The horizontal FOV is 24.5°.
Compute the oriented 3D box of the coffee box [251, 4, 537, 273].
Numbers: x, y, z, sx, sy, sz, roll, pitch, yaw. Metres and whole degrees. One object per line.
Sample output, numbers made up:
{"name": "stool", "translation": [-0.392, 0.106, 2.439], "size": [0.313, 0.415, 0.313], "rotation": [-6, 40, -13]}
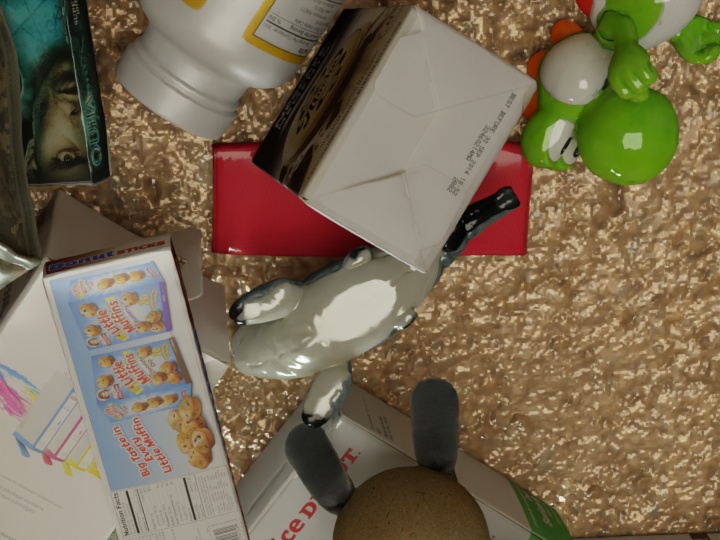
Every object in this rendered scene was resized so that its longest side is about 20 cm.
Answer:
{"name": "coffee box", "translation": [0.011, -0.078, 0.910], "size": [0.080, 0.200, 0.113], "rotation": [30, 91, -13]}

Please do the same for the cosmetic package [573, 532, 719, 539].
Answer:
{"name": "cosmetic package", "translation": [0.230, 0.231, 1.124], "size": [0.200, 0.102, 0.074], "rotation": [0, 111, -8]}

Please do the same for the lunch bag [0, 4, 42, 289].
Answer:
{"name": "lunch bag", "translation": [-0.258, -0.061, 0.840], "size": [0.164, 0.200, 0.118], "rotation": [-33, 143, 28]}

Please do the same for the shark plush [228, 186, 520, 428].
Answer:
{"name": "shark plush", "translation": [0.000, 0.000, 1.002], "size": [0.091, 0.083, 0.200], "rotation": [44, 101, -10]}

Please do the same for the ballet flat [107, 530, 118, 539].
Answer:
{"name": "ballet flat", "translation": [-0.212, 0.245, 1.100], "size": [0.072, 0.072, 0.200], "rotation": [28, 107, -16]}

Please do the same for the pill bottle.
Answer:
{"name": "pill bottle", "translation": [-0.055, -0.175, 0.928], "size": [0.104, 0.104, 0.200], "rotation": [31, 105, -17]}

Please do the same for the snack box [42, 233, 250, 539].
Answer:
{"name": "snack box", "translation": [-0.117, 0.082, 0.927], "size": [0.072, 0.024, 0.200], "rotation": [-13, 112, -2]}

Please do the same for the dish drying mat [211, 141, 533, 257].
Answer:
{"name": "dish drying mat", "translation": [0.007, -0.045, 1.033], "size": [0.200, 0.018, 0.077], "rotation": [-1, 113, -7]}

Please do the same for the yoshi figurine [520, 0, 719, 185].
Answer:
{"name": "yoshi figurine", "translation": [0.173, -0.132, 0.972], "size": [0.112, 0.112, 0.200], "rotation": [21, 111, -21]}

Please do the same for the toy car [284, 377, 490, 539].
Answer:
{"name": "toy car", "translation": [0.033, 0.173, 0.993], "size": [0.164, 0.158, 0.200], "rotation": [-20, 83, -4]}

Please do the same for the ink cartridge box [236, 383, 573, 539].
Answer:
{"name": "ink cartridge box", "translation": [0.019, 0.179, 1.086], "size": [0.200, 0.084, 0.146], "rotation": [34, 103, -17]}

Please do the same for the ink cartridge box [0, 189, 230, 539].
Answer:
{"name": "ink cartridge box", "translation": [-0.171, 0.058, 0.994], "size": [0.125, 0.129, 0.200], "rotation": [31, 104, -17]}

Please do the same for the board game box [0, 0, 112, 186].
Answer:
{"name": "board game box", "translation": [-0.237, -0.111, 0.919], "size": [0.200, 0.028, 0.136], "rotation": [-1, 106, 23]}
